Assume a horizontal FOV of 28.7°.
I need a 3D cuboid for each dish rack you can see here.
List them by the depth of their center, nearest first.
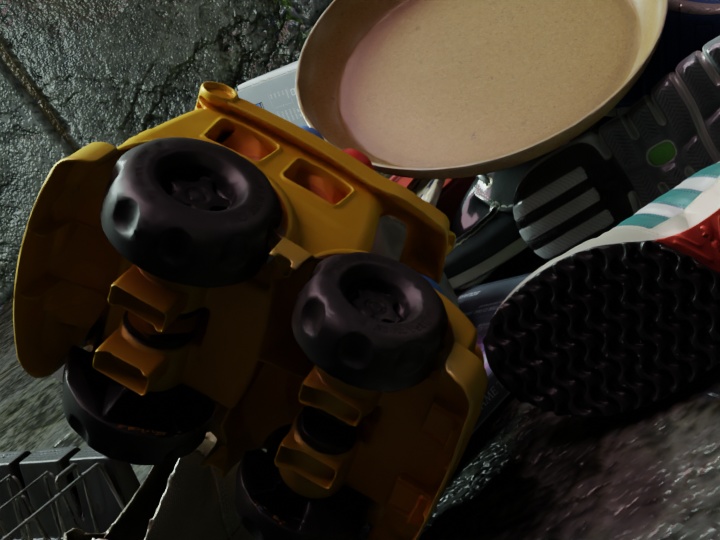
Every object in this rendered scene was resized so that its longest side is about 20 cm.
[{"bbox_3d":[-0.216,0.149,0.710,0.153,0.055,0.200,-10,15,31],"label":"dish rack"}]

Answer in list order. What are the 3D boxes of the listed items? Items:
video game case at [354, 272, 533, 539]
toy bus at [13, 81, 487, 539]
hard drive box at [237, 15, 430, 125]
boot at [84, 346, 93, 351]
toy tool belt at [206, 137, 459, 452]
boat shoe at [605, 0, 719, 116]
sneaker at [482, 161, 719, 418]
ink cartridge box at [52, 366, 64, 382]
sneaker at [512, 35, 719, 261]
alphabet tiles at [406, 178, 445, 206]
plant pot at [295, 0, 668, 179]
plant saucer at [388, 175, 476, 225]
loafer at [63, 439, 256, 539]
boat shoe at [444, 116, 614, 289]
[{"bbox_3d":[0.026,0.069,0.726,0.200,0.019,0.143,-42,13,-29],"label":"video game case"},{"bbox_3d":[-0.023,0.007,0.631,0.192,0.199,0.136,-47,-17,-52],"label":"toy bus"},{"bbox_3d":[0.041,-0.129,0.920,0.155,0.077,0.199,-29,12,-35],"label":"hard drive box"},{"bbox_3d":[-0.071,0.002,0.825,0.200,0.074,0.075,-35,55,-30],"label":"boot"},{"bbox_3d":[-0.053,0.030,0.757,0.200,0.123,0.125,-37,12,-2],"label":"toy tool belt"},{"bbox_3d":[0.183,-0.125,0.794,0.199,0.073,0.072,8,17,23],"label":"boat shoe"},{"bbox_3d":[0.147,-0.004,0.587,0.199,0.071,0.093,-33,-5,23],"label":"sneaker"},{"bbox_3d":[-0.131,0.001,0.938,0.163,0.057,0.200,-58,-6,1],"label":"ink cartridge box"},{"bbox_3d":[0.174,-0.075,0.730,0.199,0.075,0.115,-25,3,16],"label":"sneaker"},{"bbox_3d":[0.000,0.000,0.926,0.200,0.008,0.167,-51,7,25],"label":"alphabet tiles"},{"bbox_3d":[0.063,-0.116,0.739,0.199,0.028,0.201,-13,45,13],"label":"plant pot"},{"bbox_3d":[0.058,-0.059,1.073,0.200,0.037,0.200,-44,13,-30],"label":"plant saucer"},{"bbox_3d":[-0.122,0.157,0.663,0.200,0.067,0.076,-49,16,-21],"label":"loafer"},{"bbox_3d":[0.094,-0.051,0.843,0.199,0.068,0.072,-36,8,-5],"label":"boat shoe"}]
